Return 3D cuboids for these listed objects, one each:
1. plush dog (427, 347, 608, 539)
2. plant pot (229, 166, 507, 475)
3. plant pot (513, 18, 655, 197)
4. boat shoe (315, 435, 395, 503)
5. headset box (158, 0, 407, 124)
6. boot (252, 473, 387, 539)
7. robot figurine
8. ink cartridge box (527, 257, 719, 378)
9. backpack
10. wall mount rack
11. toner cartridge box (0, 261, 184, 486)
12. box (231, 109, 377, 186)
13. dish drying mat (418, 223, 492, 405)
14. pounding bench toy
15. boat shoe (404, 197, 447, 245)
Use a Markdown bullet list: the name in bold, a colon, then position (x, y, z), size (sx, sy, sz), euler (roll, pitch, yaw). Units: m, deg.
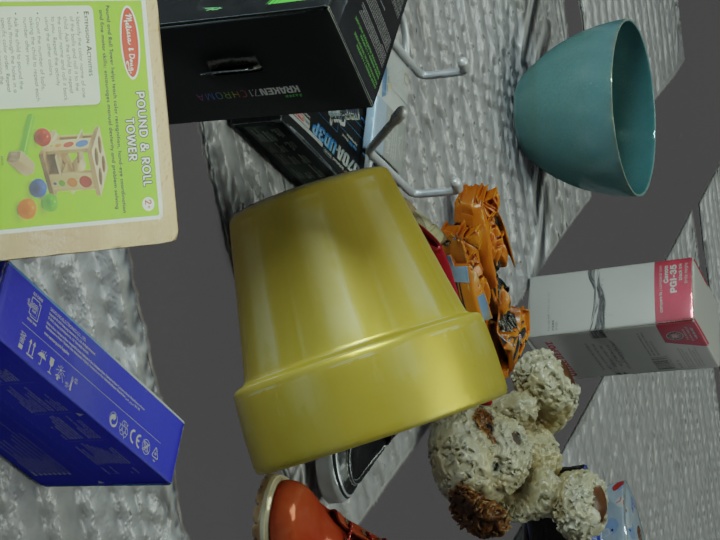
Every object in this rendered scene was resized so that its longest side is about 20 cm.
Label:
- **plush dog**: position (0.131, 0.183, 1.610), size (0.171, 0.160, 0.202), euler (16, 54, -46)
- **plant pot**: position (-0.010, 0.032, 1.219), size (0.200, 0.199, 0.191), euler (-9, 81, -66)
- **plant pot**: position (0.253, -0.183, 1.886), size (0.200, 0.133, 0.203), euler (-2, 90, -66)
- **boat shoe**: position (0.015, 0.112, 1.396), size (0.201, 0.067, 0.072), euler (-69, 146, -43)
- **headset box**: position (-0.062, -0.197, 1.130), size (0.093, 0.172, 0.202), euler (62, 35, -44)
- **boot**: position (-0.012, 0.221, 1.281), size (0.201, 0.106, 0.076), euler (56, 40, -47)
- **robot figurine**: position (0.127, 0.023, 1.671), size (0.145, 0.058, 0.202), euler (-59, 139, -50)
- **ink cartridge box**: position (0.307, 0.059, 1.905), size (0.147, 0.198, 0.084), euler (46, 43, -56)
- **backpack**: position (0.245, 0.323, 1.811), size (0.191, 0.152, 0.202), euler (69, 25, -56)
- **wall mount rack**: position (0.039, -0.149, 1.359), size (0.174, 0.074, 0.203), euler (40, 51, -60)
- **toner cartridge box**: position (-0.187, 0.063, 0.915), size (0.200, 0.094, 0.044), euler (54, 40, -52)
- **box**: position (-0.034, -0.152, 1.343), size (0.200, 0.045, 0.161), euler (41, 51, -59)
- **dish drying mat**: position (0.063, 0.032, 1.343), size (0.018, 0.077, 0.201), euler (-38, 137, -18)
- **pounding bench toy**: position (-0.191, -0.108, 0.835), size (0.123, 0.155, 0.203), euler (-8, 95, -33)
- **boat shoe**: position (0.000, 0.000, 1.394), size (0.065, 0.071, 0.200), euler (49, 39, 1)
